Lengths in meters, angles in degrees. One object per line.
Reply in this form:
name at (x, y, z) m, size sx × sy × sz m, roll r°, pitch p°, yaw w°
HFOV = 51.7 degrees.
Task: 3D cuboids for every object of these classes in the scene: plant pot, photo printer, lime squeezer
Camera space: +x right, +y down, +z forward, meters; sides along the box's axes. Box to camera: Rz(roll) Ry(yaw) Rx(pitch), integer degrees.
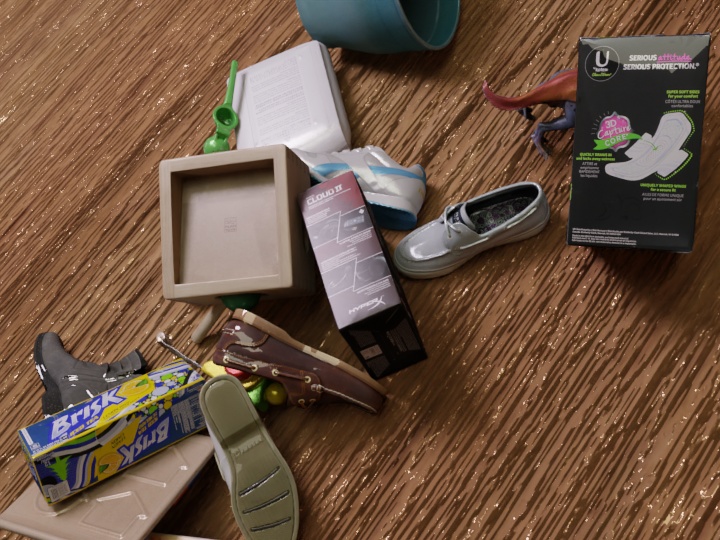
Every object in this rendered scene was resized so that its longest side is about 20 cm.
plant pot at (0.015, -0.396, 1.041) m, size 0.185 × 0.200 × 0.204 m, roll -2°, pitch 61°, yaw 35°
photo printer at (-0.100, -0.210, 1.042) m, size 0.163 × 0.070 × 0.204 m, roll -21°, pitch 59°, yaw 9°
lime squeezer at (-0.192, -0.192, 1.030) m, size 0.037 × 0.071 × 0.205 m, roll 16°, pitch 95°, yaw -6°

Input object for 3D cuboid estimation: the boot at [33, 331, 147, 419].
boot at (-0.340, 0.133, 0.951) m, size 0.128 × 0.069 × 0.200 m, roll -20°, pitch 38°, yaw -18°

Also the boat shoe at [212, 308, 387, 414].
boat shoe at (-0.068, 0.118, 0.826) m, size 0.197 × 0.071 × 0.071 m, roll 26°, pitch 69°, yaw -1°

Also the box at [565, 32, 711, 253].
box at (0.287, -0.129, 0.774) m, size 0.121 × 0.148 × 0.205 m, roll 5°, pitch 98°, yaw 20°

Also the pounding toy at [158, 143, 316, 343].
pounding toy at (-0.149, -0.022, 0.886) m, size 0.179 × 0.142 × 0.205 m, roll -5°, pitch 83°, yaw 12°

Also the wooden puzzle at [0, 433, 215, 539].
wooden puzzle at (-0.271, 0.242, 0.822) m, size 0.181 × 0.047 × 0.200 m, roll 4°, pitch 26°, yaw 26°

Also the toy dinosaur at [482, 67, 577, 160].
toy dinosaur at (0.277, -0.208, 0.873) m, size 0.180 × 0.198 × 0.107 m, roll -32°, pitch 68°, yaw 37°

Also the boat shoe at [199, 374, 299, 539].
boat shoe at (-0.118, 0.211, 0.814) m, size 0.073 × 0.068 × 0.204 m, roll -19°, pitch 84°, yaw -11°

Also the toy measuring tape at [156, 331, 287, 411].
toy measuring tape at (-0.161, 0.102, 0.898) m, size 0.197 × 0.074 × 0.074 m, roll 25°, pitch 73°, yaw 28°

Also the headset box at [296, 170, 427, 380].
headset box at (0.000, 0.000, 0.849) m, size 0.076 × 0.150 × 0.203 m, roll -21°, pitch 57°, yaw 5°

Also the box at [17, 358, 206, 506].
box at (-0.270, 0.176, 0.832) m, size 0.197 × 0.066 × 0.070 m, roll -23°, pitch 27°, yaw -31°

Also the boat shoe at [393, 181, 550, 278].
boat shoe at (0.127, -0.055, 0.880) m, size 0.197 × 0.072 × 0.071 m, roll -21°, pitch 58°, yaw 7°

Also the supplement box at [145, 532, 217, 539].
supplement box at (-0.214, 0.348, 0.781) m, size 0.195 × 0.074 × 0.129 m, roll -1°, pitch 61°, yaw 19°

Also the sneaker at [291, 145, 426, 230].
sneaker at (-0.012, -0.119, 0.952) m, size 0.196 × 0.077 × 0.082 m, roll 19°, pitch 67°, yaw 6°
